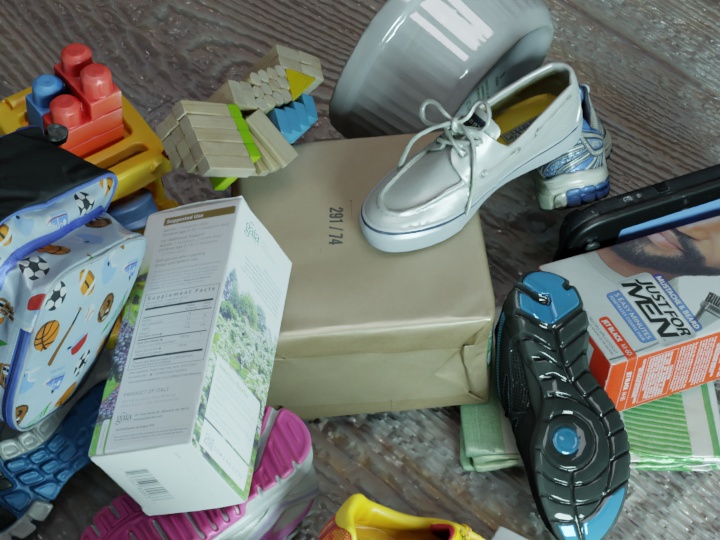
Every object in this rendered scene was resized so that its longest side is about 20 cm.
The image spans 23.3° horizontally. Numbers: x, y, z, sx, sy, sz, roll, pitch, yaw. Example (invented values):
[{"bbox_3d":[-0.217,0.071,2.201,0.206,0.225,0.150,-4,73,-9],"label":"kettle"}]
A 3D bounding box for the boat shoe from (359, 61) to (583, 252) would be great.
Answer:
[{"bbox_3d":[0.082,-0.093,1.270,0.201,0.086,0.075,-30,54,-17],"label":"boat shoe"}]

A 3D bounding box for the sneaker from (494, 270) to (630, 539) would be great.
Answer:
[{"bbox_3d":[0.141,0.105,1.254,0.073,0.082,0.201,0,67,-16],"label":"sneaker"}]

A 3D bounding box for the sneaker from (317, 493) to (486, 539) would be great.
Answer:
[{"bbox_3d":[0.069,0.202,1.105,0.199,0.077,0.073,18,47,-9],"label":"sneaker"}]

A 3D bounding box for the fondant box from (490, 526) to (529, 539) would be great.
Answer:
[{"bbox_3d":[0.144,0.278,1.142,0.199,0.058,0.144,26,53,15],"label":"fondant box"}]

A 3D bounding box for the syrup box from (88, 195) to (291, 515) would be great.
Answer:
[{"bbox_3d":[-0.111,0.055,1.174,0.081,0.079,0.201,-10,50,23],"label":"syrup box"}]

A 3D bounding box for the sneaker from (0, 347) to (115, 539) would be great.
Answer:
[{"bbox_3d":[-0.235,0.128,1.237,0.200,0.087,0.075,-38,105,-14],"label":"sneaker"}]

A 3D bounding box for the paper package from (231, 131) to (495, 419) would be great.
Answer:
[{"bbox_3d":[0.000,0.000,1.320,0.189,0.104,0.201,-5,49,-1],"label":"paper package"}]

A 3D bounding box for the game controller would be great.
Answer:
[{"bbox_3d":[0.242,-0.036,1.382,0.199,0.105,0.042,-17,53,-18],"label":"game controller"}]

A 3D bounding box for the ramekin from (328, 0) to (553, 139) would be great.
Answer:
[{"bbox_3d":[0.074,-0.168,1.427,0.094,0.203,0.202,40,57,13],"label":"ramekin"}]

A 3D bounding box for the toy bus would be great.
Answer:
[{"bbox_3d":[-0.196,-0.066,1.315,0.135,0.193,0.200,-27,59,-27],"label":"toy bus"}]

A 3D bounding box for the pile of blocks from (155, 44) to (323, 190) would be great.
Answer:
[{"bbox_3d":[-0.088,-0.104,1.318,0.082,0.062,0.200,51,36,-2],"label":"pile of blocks"}]

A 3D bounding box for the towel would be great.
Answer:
[{"bbox_3d":[0.171,0.090,1.326,0.198,0.023,0.153,0,49,-2],"label":"towel"}]

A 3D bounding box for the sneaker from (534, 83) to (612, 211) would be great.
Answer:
[{"bbox_3d":[0.168,-0.122,1.423,0.077,0.086,0.200,-11,22,3],"label":"sneaker"}]

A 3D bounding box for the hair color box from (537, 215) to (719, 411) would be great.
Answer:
[{"bbox_3d":[0.242,0.028,1.327,0.199,0.064,0.111,-15,48,-22],"label":"hair color box"}]

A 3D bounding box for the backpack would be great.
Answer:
[{"bbox_3d":[-0.241,0.020,1.136,0.154,0.191,0.200,38,27,13],"label":"backpack"}]

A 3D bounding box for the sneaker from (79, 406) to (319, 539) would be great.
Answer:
[{"bbox_3d":[-0.105,0.183,1.187,0.199,0.088,0.082,-32,47,-1],"label":"sneaker"}]
